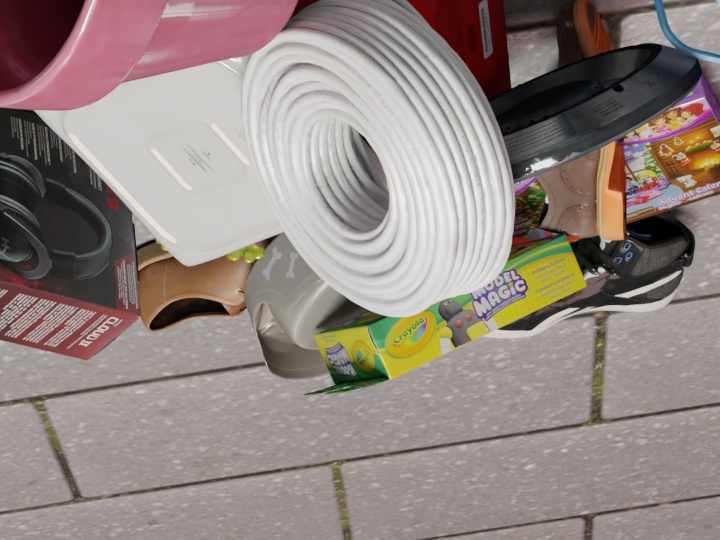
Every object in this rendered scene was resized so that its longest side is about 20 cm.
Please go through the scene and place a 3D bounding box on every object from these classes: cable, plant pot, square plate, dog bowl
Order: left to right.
[{"bbox_3d":[-0.137,-0.191,1.307,0.179,0.201,0.200,-2,154,-44],"label":"plant pot"},{"bbox_3d":[-0.106,-0.085,1.514,0.198,0.029,0.200,-18,129,35],"label":"square plate"},{"bbox_3d":[0.000,0.000,1.715,0.200,0.059,0.200,-27,157,-13],"label":"dog bowl"},{"bbox_3d":[0.009,-0.069,1.381,0.069,0.200,0.200,-28,149,-33],"label":"cable"}]

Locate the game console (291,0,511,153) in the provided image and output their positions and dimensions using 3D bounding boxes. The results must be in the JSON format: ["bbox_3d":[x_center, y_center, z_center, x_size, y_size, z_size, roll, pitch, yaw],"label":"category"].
[{"bbox_3d":[-0.001,-0.153,1.506,0.172,0.119,0.200,-39,144,-23],"label":"game console"}]

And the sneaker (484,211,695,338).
[{"bbox_3d":[0.169,-0.011,1.812,0.199,0.073,0.112,-10,148,-15],"label":"sneaker"}]

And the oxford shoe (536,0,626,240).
[{"bbox_3d":[0.147,-0.101,1.604,0.073,0.071,0.200,-2,127,10],"label":"oxford shoe"}]

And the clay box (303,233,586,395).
[{"bbox_3d":[0.053,0.035,1.663,0.200,0.048,0.115,-23,-177,-22],"label":"clay box"}]

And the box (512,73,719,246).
[{"bbox_3d":[0.181,-0.080,1.715,0.199,0.039,0.137,-18,147,17],"label":"box"}]

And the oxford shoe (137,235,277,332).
[{"bbox_3d":[-0.082,-0.003,1.750,0.199,0.071,0.071,-22,146,14],"label":"oxford shoe"}]

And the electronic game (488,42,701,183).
[{"bbox_3d":[0.124,-0.094,1.455,0.199,0.042,0.200,-23,-169,5],"label":"electronic game"}]

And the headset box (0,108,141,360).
[{"bbox_3d":[-0.242,-0.032,1.576,0.200,0.149,0.077,16,143,-35],"label":"headset box"}]

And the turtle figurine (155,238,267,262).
[{"bbox_3d":[-0.106,-0.084,1.603,0.199,0.065,0.162,-1,133,-15],"label":"turtle figurine"}]

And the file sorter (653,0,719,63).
[{"bbox_3d":[0.283,-0.227,1.406,0.138,0.123,0.200,8,146,-29],"label":"file sorter"}]
